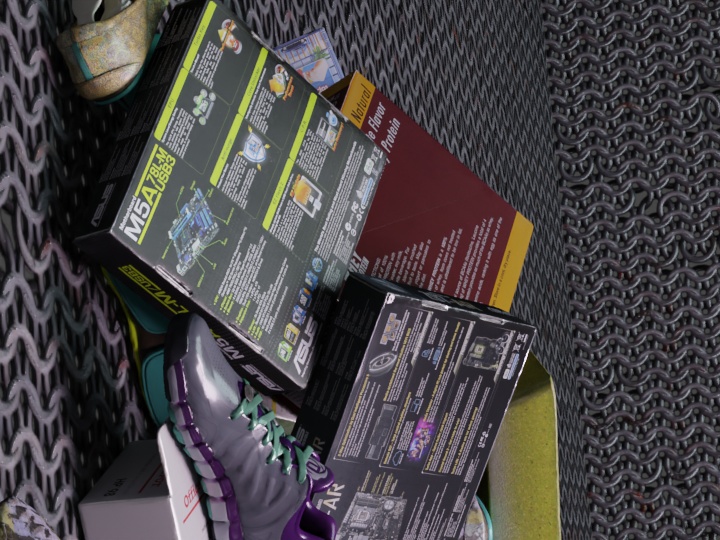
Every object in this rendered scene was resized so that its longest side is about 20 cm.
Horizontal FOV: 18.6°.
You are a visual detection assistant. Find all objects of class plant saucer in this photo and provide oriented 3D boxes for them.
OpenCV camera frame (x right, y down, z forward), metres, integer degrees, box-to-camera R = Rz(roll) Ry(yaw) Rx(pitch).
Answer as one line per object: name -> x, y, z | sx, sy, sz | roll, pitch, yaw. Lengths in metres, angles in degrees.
plant saucer -> 0.103, 0.143, 1.702 | 0.200, 0.047, 0.202 | -124, -152, -66

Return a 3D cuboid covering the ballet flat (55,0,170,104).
ballet flat -> -0.163, -0.189, 1.498 | 0.201, 0.070, 0.071 | -77, 156, -54

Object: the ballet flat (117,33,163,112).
ballet flat -> -0.123, -0.114, 1.604 | 0.200, 0.070, 0.068 | 53, 33, -65

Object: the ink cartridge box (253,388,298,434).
ink cartridge box -> -0.024, 0.070, 1.748 | 0.199, 0.048, 0.147 | 16, 60, -33

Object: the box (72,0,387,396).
box -> -0.082, -0.050, 1.480 | 0.193, 0.047, 0.201 | 38, 56, -31

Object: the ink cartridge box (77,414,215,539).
ink cartridge box -> -0.127, 0.184, 1.444 | 0.116, 0.066, 0.202 | -54, 135, -70

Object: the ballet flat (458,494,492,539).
ballet flat -> 0.044, 0.161, 1.695 | 0.201, 0.071, 0.073 | -120, -166, -63

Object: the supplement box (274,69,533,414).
supplement box -> 0.000, 0.000, 1.676 | 0.200, 0.132, 0.198 | 39, 48, -23

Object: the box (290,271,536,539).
box -> 0.026, 0.114, 1.536 | 0.159, 0.043, 0.202 | 12, 100, -44

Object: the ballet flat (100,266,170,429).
ballet flat -> -0.130, 0.034, 1.519 | 0.067, 0.066, 0.201 | -88, 164, -56

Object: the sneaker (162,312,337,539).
sneaker -> -0.065, 0.107, 1.413 | 0.075, 0.087, 0.201 | -77, 156, -54

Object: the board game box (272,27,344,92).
board game box -> -0.022, -0.081, 1.869 | 0.200, 0.061, 0.201 | 110, -43, -79

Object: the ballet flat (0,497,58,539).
ballet flat -> -0.161, 0.224, 1.253 | 0.072, 0.071, 0.202 | -41, 123, -74
